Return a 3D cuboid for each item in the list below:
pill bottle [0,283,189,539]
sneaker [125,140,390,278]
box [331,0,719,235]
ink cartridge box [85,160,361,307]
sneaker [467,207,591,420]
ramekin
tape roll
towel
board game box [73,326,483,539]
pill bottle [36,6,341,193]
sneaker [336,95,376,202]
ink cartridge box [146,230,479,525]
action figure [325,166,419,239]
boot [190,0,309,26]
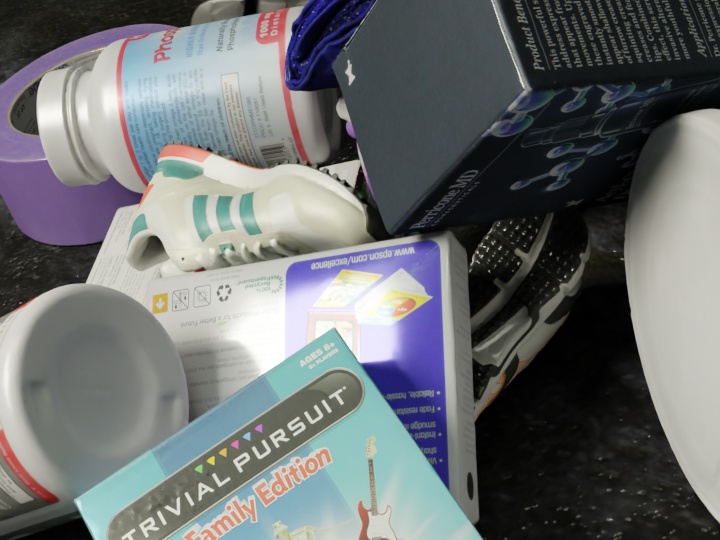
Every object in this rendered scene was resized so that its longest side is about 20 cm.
[{"bbox_3d":[-0.195,0.089,0.678,0.198,0.114,0.115,-23,28,40],"label":"pill bottle"},{"bbox_3d":[-0.069,-0.016,0.750,0.198,0.070,0.094,15,72,39],"label":"sneaker"},{"bbox_3d":[0.111,-0.107,0.626,0.197,0.148,0.109,-9,71,-27],"label":"box"},{"bbox_3d":[-0.095,0.010,0.814,0.197,0.050,0.162,-8,42,21],"label":"ink cartridge box"},{"bbox_3d":[0.063,0.053,0.704,0.200,0.080,0.074,-44,63,-6],"label":"sneaker"},{"bbox_3d":[0.205,0.021,0.571,0.093,0.205,0.203,-10,36,-8],"label":"ramekin"},{"bbox_3d":[-0.213,-0.117,1.020,0.196,0.086,0.202,-12,38,9],"label":"tape roll"},{"bbox_3d":[0.062,-0.158,0.727,0.197,0.050,0.147,-10,-6,-26],"label":"towel"},{"bbox_3d":[-0.019,0.148,0.556,0.150,0.047,0.201,-33,62,-9],"label":"board game box"},{"bbox_3d":[-0.118,-0.114,0.859,0.196,0.110,0.110,-8,38,9],"label":"pill bottle"},{"bbox_3d":[0.086,-0.081,0.782,0.196,0.090,0.081,-6,5,2],"label":"sneaker"},{"bbox_3d":[-0.033,0.092,0.660,0.195,0.043,0.204,-8,70,25],"label":"ink cartridge box"},{"bbox_3d":[0.000,0.000,0.805,0.116,0.055,0.202,-13,41,4],"label":"action figure"},{"bbox_3d":[-0.035,-0.208,1.039,0.197,0.070,0.174,12,18,15],"label":"boot"}]
